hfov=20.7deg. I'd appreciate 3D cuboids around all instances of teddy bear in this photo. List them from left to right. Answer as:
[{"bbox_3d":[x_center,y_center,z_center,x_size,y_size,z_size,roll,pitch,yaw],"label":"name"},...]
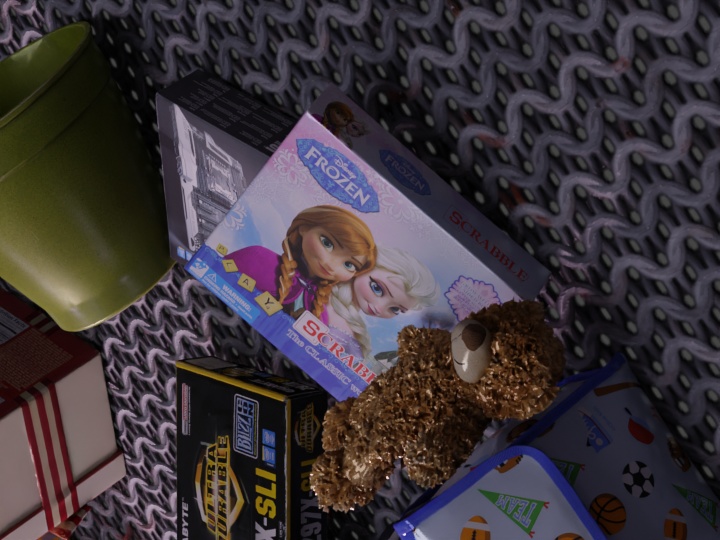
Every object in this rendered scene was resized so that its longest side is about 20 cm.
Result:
[{"bbox_3d":[0.040,0.085,1.292,0.199,0.145,0.067,-23,116,45],"label":"teddy bear"}]

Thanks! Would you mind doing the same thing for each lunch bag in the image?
[{"bbox_3d":[0.135,0.178,1.285,0.171,0.199,0.124,55,147,1],"label":"lunch bag"}]

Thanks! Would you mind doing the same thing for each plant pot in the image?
[{"bbox_3d":[-0.245,-0.063,1.592,0.199,0.201,0.194,-4,127,53],"label":"plant pot"}]

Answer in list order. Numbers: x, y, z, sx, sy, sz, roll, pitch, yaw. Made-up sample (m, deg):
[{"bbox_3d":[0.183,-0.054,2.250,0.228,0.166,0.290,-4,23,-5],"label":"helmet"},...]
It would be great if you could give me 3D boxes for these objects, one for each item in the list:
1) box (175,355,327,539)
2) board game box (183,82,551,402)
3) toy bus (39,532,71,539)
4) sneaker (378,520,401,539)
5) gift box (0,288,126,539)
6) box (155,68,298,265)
[{"bbox_3d":[-0.093,0.185,1.652,0.159,0.049,0.202,13,106,47],"label":"box"},{"bbox_3d":[0.000,0.000,1.375,0.200,0.041,0.200,40,135,-2],"label":"board game box"},{"bbox_3d":[-0.300,0.340,2.080,0.199,0.078,0.066,19,131,42],"label":"toy bus"},{"bbox_3d":[0.050,0.289,1.543,0.082,0.202,0.072,-6,141,15],"label":"sneaker"},{"bbox_3d":[-0.360,0.160,1.903,0.184,0.199,0.188,32,142,38],"label":"gift box"},{"bbox_3d":[-0.067,-0.042,1.488,0.199,0.050,0.159,31,138,33],"label":"box"}]
